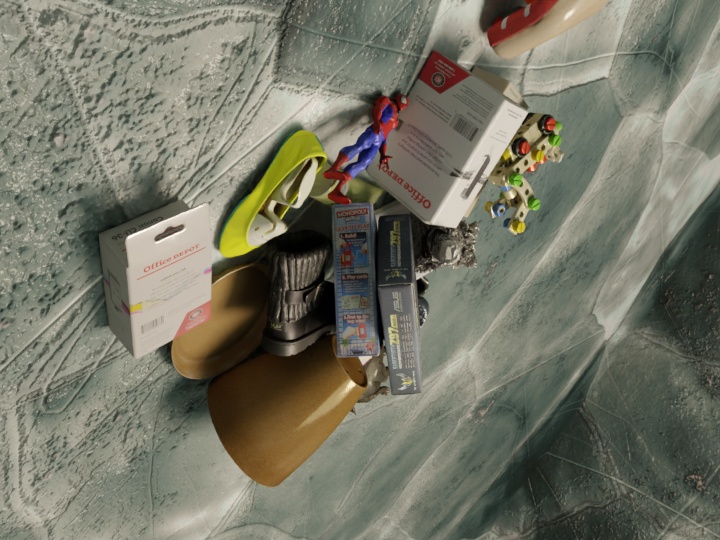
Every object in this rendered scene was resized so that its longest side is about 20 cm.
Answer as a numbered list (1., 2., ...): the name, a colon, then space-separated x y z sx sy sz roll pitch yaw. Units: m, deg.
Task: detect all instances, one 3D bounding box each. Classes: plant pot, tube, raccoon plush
1. plant pot: -0.092 0.187 1.271 0.199 0.188 0.186 -33 154 14
2. tube: -0.023 -0.108 1.229 0.199 0.057 0.053 19 66 -66
3. raccoon plush: 0.145 -0.025 1.298 0.132 0.200 0.098 7 111 -20
4. plant pot: -0.190 0.067 1.219 0.199 0.027 0.202 -34 147 -25

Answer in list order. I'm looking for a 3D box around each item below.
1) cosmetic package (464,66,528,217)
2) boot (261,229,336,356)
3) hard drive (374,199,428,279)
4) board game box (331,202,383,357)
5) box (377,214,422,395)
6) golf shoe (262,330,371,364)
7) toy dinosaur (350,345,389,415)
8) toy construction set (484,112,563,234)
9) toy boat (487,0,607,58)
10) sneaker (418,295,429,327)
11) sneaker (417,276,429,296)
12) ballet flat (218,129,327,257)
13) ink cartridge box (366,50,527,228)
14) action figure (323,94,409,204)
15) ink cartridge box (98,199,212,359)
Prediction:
1. cosmetic package: 0.171 -0.197 1.333 0.202 0.073 0.103 -61 149 4
2. boot: -0.071 0.014 1.228 0.211 0.078 0.161 -43 141 -63
3. hard drive: 0.089 -0.056 1.389 0.199 0.026 0.134 -27 115 -41
4. board game box: 0.000 0.000 1.234 0.200 0.060 0.204 -60 147 -79
5. box: 0.056 0.048 1.206 0.050 0.159 0.202 -5 128 5
6. golf shoe: -0.066 0.130 1.360 0.197 0.076 0.092 -24 139 16
7. toy dinosaur: 0.019 0.192 1.564 0.201 0.077 0.102 -55 166 21
8. toy construction set: 0.263 -0.166 1.337 0.201 0.091 0.132 -50 128 -32
9. toy boat: 0.250 -0.391 1.199 0.130 0.132 0.199 -33 -170 -26
10. sneaker: 0.040 0.068 1.400 0.199 0.078 0.087 -24 -160 44
11. sneaker: 0.050 0.004 1.418 0.199 0.084 0.075 0 125 -54
12. ballet flat: -0.110 -0.087 1.105 0.201 0.067 0.067 -54 151 9
13. ink cartridge box: 0.120 -0.183 1.232 0.083 0.144 0.202 6 121 -56
14. action figure: 0.017 -0.174 1.156 0.201 0.051 0.066 -60 149 -35
15. ink cartridge box: -0.241 -0.003 1.022 0.116 0.067 0.202 -28 147 -33
